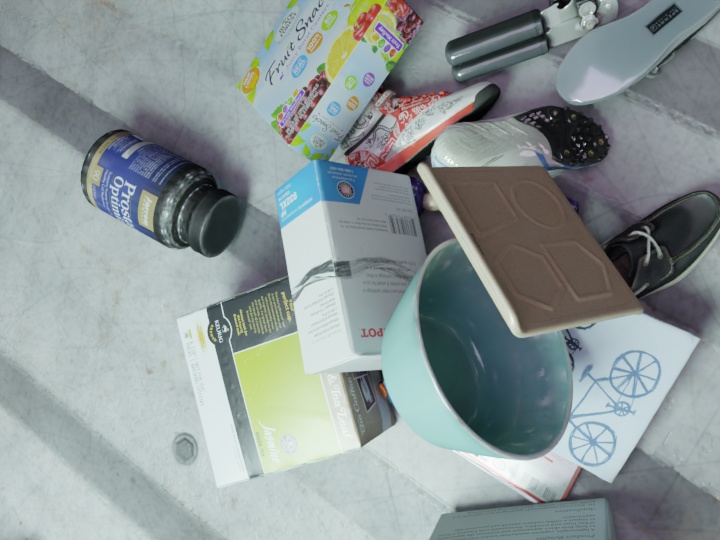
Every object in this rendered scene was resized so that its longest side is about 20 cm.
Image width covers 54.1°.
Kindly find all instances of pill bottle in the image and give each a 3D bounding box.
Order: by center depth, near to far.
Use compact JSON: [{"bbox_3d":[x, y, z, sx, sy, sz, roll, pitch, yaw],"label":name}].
[{"bbox_3d":[-0.257,-0.097,0.921,0.196,0.111,0.114,26,98,19],"label":"pill bottle"}]

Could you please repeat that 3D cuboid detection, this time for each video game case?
[{"bbox_3d":[0.203,0.149,0.794,0.141,0.017,0.204,28,99,19],"label":"video game case"}]

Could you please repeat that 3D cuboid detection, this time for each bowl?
[{"bbox_3d":[0.095,0.084,0.661,0.104,0.198,0.205,-33,77,46],"label":"bowl"}]

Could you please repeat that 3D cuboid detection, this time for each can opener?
[{"bbox_3d":[0.192,-0.271,0.795,0.195,0.053,0.068,-19,49,18],"label":"can opener"}]

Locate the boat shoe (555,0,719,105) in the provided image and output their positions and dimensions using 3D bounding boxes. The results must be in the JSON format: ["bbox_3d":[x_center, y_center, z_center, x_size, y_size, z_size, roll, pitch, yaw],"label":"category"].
[{"bbox_3d":[0.293,-0.239,0.740,0.198,0.068,0.074,-41,72,9],"label":"boat shoe"}]

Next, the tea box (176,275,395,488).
[{"bbox_3d":[-0.086,0.122,0.842,0.192,0.133,0.206,-18,83,20],"label":"tea box"}]

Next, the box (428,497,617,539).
[{"bbox_3d":[0.181,0.365,0.731,0.194,0.130,0.206,-12,91,20],"label":"box"}]

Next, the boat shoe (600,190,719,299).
[{"bbox_3d":[0.292,-0.013,0.732,0.198,0.067,0.073,-36,66,10],"label":"boat shoe"}]

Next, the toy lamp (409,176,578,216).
[{"bbox_3d":[0.145,-0.072,0.799,0.195,0.058,0.060,10,93,20],"label":"toy lamp"}]

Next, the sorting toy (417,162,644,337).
[{"bbox_3d":[0.157,-0.023,0.661,0.037,0.196,0.188,-52,53,39],"label":"sorting toy"}]

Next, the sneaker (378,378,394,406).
[{"bbox_3d":[0.115,0.112,0.800,0.199,0.075,0.080,-38,77,28],"label":"sneaker"}]

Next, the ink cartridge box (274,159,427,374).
[{"bbox_3d":[0.000,0.000,0.752,0.083,0.143,0.206,-26,69,43],"label":"ink cartridge box"}]

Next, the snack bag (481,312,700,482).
[{"bbox_3d":[0.215,0.107,0.733,0.196,0.021,0.192,24,112,5],"label":"snack bag"}]

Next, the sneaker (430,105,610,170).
[{"bbox_3d":[0.174,-0.134,0.783,0.194,0.073,0.074,-4,77,1],"label":"sneaker"}]

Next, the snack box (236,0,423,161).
[{"bbox_3d":[-0.043,-0.253,0.834,0.201,0.067,0.169,-52,46,12],"label":"snack box"}]

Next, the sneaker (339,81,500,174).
[{"bbox_3d":[0.057,-0.187,0.827,0.199,0.067,0.110,-35,80,19],"label":"sneaker"}]
